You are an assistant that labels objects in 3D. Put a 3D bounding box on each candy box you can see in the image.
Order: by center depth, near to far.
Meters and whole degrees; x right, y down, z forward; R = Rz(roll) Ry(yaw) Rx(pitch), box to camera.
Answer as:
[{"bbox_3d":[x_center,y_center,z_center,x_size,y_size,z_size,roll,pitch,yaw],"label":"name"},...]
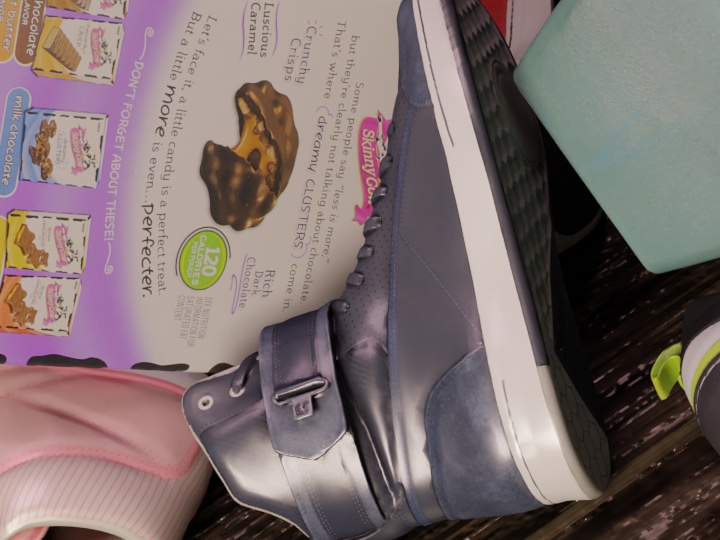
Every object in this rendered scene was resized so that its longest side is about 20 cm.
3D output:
[{"bbox_3d":[-0.077,-0.051,0.878,0.199,0.169,0.071,5,14,-31],"label":"candy box"}]

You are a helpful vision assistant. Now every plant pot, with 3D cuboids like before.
[{"bbox_3d":[0.164,-0.097,0.826,0.200,0.142,0.141,-36,-1,28],"label":"plant pot"}]

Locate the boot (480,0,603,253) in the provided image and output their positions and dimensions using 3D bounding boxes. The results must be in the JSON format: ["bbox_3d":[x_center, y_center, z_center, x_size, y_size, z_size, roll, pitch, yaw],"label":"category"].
[{"bbox_3d":[0.024,-0.047,0.974,0.143,0.073,0.200,-21,25,16],"label":"boot"}]

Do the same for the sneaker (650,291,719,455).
[{"bbox_3d":[0.187,-0.007,0.776,0.199,0.072,0.083,-26,29,4],"label":"sneaker"}]

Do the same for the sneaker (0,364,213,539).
[{"bbox_3d":[-0.155,0.078,0.885,0.198,0.076,0.105,5,43,7],"label":"sneaker"}]

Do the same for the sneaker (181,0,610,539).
[{"bbox_3d":[-0.001,0.000,0.844,0.145,0.077,0.204,-18,68,23],"label":"sneaker"}]
